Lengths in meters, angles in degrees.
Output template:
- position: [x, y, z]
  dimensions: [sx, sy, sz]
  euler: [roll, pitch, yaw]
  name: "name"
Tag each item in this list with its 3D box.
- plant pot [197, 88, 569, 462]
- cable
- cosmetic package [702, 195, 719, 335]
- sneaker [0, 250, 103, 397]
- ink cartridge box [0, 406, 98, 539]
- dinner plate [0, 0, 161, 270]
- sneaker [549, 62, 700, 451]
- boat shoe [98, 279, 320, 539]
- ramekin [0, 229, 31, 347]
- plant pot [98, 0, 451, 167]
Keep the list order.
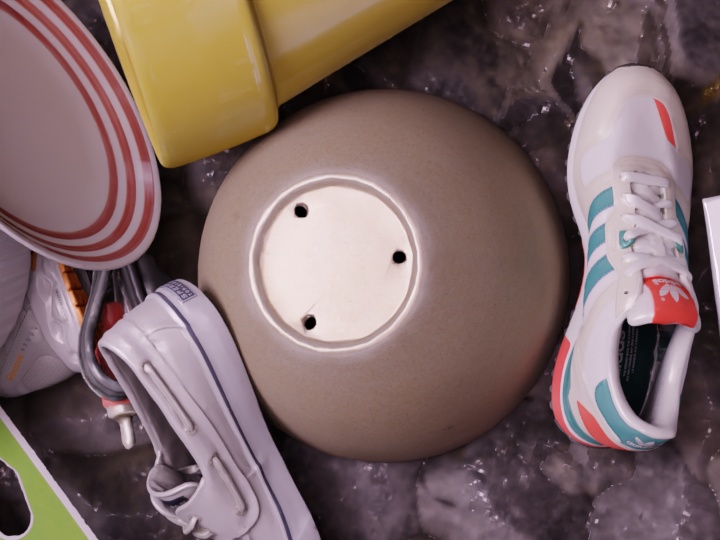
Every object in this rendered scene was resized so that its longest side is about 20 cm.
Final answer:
- position: [0.000, 0.000, 1.340]
  dimensions: [0.199, 0.134, 0.202]
  euler: [-1, 87, 12]
  name: "plant pot"
- position: [-0.134, 0.000, 1.396]
  dimensions: [0.050, 0.097, 0.201]
  euler: [-34, 73, 42]
  name: "cable"
- position: [0.278, 0.004, 1.310]
  dimensions: [0.199, 0.081, 0.114]
  euler: [-10, 87, 10]
  name: "cosmetic package"
- position: [-0.208, -0.024, 1.418]
  dimensions: [0.092, 0.076, 0.201]
  euler: [-25, 81, 14]
  name: "sneaker"
- position: [-0.239, 0.174, 1.394]
  dimensions: [0.200, 0.076, 0.148]
  euler: [-39, 62, -4]
  name: "ink cartridge box"
- position: [-0.178, -0.083, 1.330]
  dimensions: [0.024, 0.200, 0.201]
  euler: [-32, 81, 26]
  name: "dinner plate"
- position: [0.147, -0.004, 1.320]
  dimensions: [0.070, 0.093, 0.201]
  euler: [6, 91, -21]
  name: "sneaker"
- position: [-0.078, 0.104, 1.344]
  dimensions: [0.066, 0.072, 0.201]
  euler: [-32, 121, -24]
  name: "boat shoe"
- position: [-0.266, -0.013, 1.356]
  dimensions: [0.199, 0.105, 0.201]
  euler: [4, 100, 24]
  name: "ramekin"
- position: [-0.047, -0.177, 1.338]
  dimensions: [0.188, 0.201, 0.202]
  euler: [-19, 83, -4]
  name: "plant pot"
